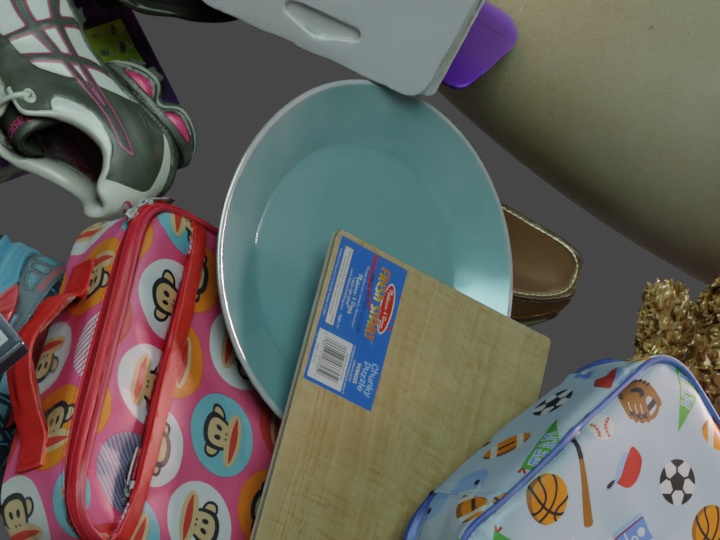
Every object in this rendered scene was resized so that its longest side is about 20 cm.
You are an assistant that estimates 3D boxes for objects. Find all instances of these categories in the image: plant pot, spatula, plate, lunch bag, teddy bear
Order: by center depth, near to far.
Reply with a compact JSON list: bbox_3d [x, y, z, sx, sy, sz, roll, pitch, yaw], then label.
[{"bbox_3d":[-0.107,0.071,1.328,0.176,0.082,0.201,34,55,-36],"label":"lunch bag"},{"bbox_3d":[0.121,0.151,1.334,0.200,0.075,0.161,-39,106,-27],"label":"lunch bag"},{"bbox_3d":[0.000,0.000,1.367,0.199,0.025,0.202,4,84,-37],"label":"plate"},{"bbox_3d":[0.013,-0.077,1.417,0.056,0.021,0.200,33,76,24],"label":"spatula"},{"bbox_3d":[0.197,0.052,1.435,0.144,0.201,0.067,9,31,-39],"label":"teddy bear"},{"bbox_3d":[0.152,-0.110,1.489,0.199,0.188,0.188,21,61,10],"label":"plant pot"}]

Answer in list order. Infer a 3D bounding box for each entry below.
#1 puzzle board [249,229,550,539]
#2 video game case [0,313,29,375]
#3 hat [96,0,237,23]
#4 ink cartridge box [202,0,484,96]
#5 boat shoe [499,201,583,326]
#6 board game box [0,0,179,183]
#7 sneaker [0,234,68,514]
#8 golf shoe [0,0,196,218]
[{"bbox_3d":[0.019,0.099,1.338,0.150,0.017,0.201,27,66,-29],"label":"puzzle board"},{"bbox_3d":[-0.275,0.010,1.246,0.143,0.019,0.200,-39,72,-8],"label":"video game case"},{"bbox_3d":[-0.124,-0.202,1.461,0.199,0.081,0.202,18,49,-23],"label":"hat"},{"bbox_3d":[0.002,-0.206,1.409,0.144,0.084,0.201,22,41,-9],"label":"ink cartridge box"},{"bbox_3d":[0.032,-0.026,1.456,0.199,0.074,0.076,18,62,-8],"label":"boat shoe"},{"bbox_3d":[-0.199,-0.154,1.471,0.119,0.032,0.201,-19,72,-28],"label":"board game box"},{"bbox_3d":[-0.177,0.078,1.343,0.095,0.079,0.201,18,63,-11],"label":"sneaker"},{"bbox_3d":[-0.180,-0.108,1.381,0.200,0.077,0.088,38,34,4],"label":"golf shoe"}]
